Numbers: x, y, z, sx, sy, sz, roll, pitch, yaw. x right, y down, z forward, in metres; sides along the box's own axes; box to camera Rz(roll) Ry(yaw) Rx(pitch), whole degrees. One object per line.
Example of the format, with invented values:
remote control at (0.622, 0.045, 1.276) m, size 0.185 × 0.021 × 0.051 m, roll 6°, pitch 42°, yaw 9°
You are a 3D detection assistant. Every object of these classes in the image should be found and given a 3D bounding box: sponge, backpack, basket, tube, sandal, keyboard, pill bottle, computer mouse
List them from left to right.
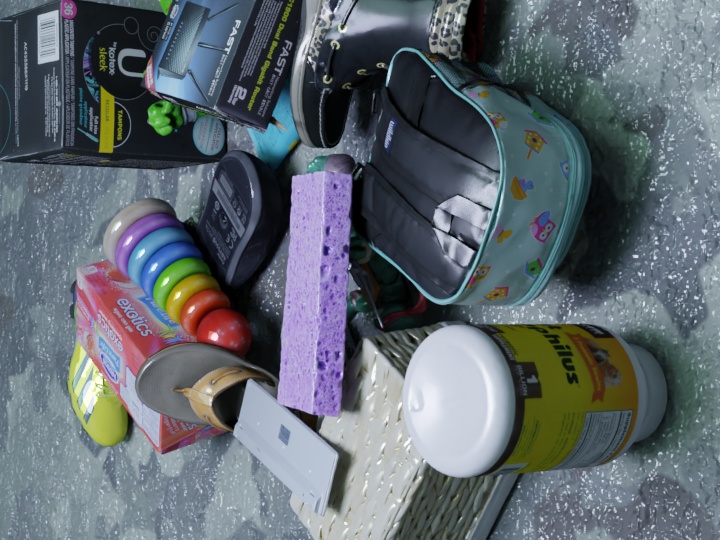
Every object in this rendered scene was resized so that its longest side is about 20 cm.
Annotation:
sandal at (-0.117, 0.126, 1.551) m, size 0.199 × 0.055 × 0.082 m, roll 23°, pitch 100°, yaw 5°
computer mouse at (-0.123, -0.045, 1.654) m, size 0.139 × 0.053 × 0.200 m, roll 62°, pitch 144°, yaw 27°
keyboard at (-0.067, 0.151, 1.441) m, size 0.200 × 0.011 × 0.057 m, roll 31°, pitch 104°, yaw 60°
tube at (-0.057, -0.171, 1.582) m, size 0.200 × 0.050 × 0.078 m, roll -42°, pitch 58°, yaw 45°
sponge at (-0.038, 0.019, 1.386) m, size 0.112 × 0.030 × 0.201 m, roll -174°, pitch 88°, yaw -73°
basket at (0.042, 0.157, 1.395) m, size 0.136 × 0.123 × 0.201 m, roll 46°, pitch 122°, yaw 40°
backpack at (0.095, -0.064, 1.313) m, size 0.200 × 0.153 × 0.177 m, roll 53°, pitch 128°, yaw 58°
pill bottle at (0.136, 0.094, 1.229) m, size 0.109 × 0.199 × 0.110 m, roll -2°, pitch 88°, yaw 49°

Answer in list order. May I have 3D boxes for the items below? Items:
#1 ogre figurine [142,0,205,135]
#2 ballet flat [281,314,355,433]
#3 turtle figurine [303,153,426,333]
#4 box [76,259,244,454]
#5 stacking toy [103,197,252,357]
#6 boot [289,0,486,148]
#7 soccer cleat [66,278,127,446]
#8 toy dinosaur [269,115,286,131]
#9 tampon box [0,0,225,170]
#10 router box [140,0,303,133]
ogre figurine at (-0.146, -0.233, 1.628) m, size 0.098 × 0.119 × 0.201 m, roll -11°, pitch 79°, yaw 53°
ballet flat at (-0.032, 0.107, 1.512) m, size 0.072 × 0.072 × 0.201 m, roll -26°, pitch 65°, yaw 46°
turtle figurine at (0.000, 0.000, 1.465) m, size 0.150 × 0.100 × 0.201 m, roll 115°, pitch 145°, yaw -44°
box at (-0.208, 0.079, 1.692) m, size 0.200 × 0.094 × 0.103 m, roll 46°, pitch 141°, yaw 40°
stacking toy at (-0.172, 0.018, 1.639) m, size 0.200 × 0.085 × 0.086 m, roll 47°, pitch 123°, yaw 31°
boot at (0.023, -0.181, 1.440) m, size 0.153 × 0.073 × 0.204 m, roll 19°, pitch 124°, yaw 18°
soccer cleat at (-0.279, 0.092, 1.815) m, size 0.083 × 0.065 × 0.201 m, roll -13°, pitch 79°, yaw 45°
toy dinosaur at (-0.094, -0.195, 1.542) m, size 0.106 × 0.060 × 0.201 m, roll -37°, pitch 31°, yaw 50°
tampon box at (-0.252, -0.185, 1.687) m, size 0.126 × 0.199 × 0.151 m, roll -3°, pitch 88°, yaw 49°
router box at (-0.110, -0.236, 1.495) m, size 0.150 × 0.062 × 0.201 m, roll 21°, pitch 91°, yaw 53°
